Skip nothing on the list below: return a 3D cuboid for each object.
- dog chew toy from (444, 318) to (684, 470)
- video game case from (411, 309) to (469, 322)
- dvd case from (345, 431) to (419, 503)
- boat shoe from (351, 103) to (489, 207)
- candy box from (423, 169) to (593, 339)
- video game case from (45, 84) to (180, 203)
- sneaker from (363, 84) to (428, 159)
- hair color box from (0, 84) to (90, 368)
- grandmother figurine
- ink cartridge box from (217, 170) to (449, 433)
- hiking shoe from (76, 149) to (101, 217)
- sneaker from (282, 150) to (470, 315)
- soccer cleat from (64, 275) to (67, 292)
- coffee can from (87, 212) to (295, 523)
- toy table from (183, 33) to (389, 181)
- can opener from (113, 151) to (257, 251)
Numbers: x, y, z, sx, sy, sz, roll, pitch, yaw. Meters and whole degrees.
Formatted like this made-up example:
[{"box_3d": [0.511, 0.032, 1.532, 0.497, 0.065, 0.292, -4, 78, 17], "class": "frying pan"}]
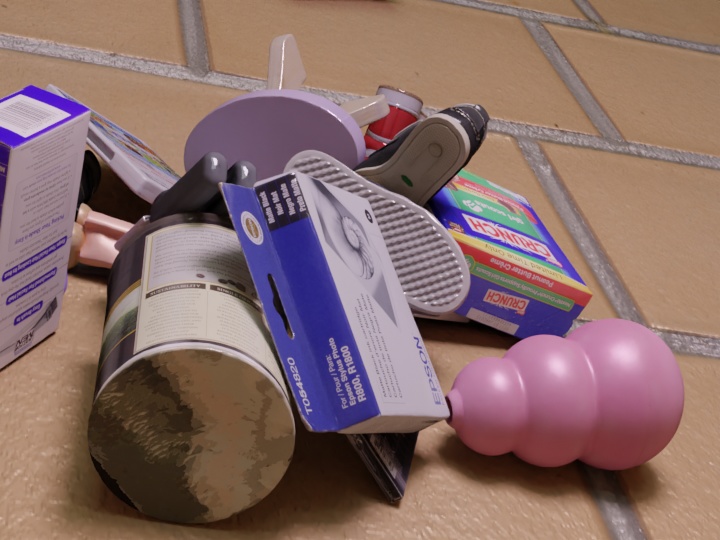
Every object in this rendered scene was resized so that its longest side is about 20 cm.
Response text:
[{"box_3d": [0.163, 0.106, 1.230, 0.197, 0.126, 0.125, -3, 31, -17], "class": "dog chew toy"}, {"box_3d": [0.000, 0.000, 1.387, 0.143, 0.018, 0.199, 36, 17, 35], "class": "video game case"}, {"box_3d": [0.006, 0.073, 1.207, 0.150, 0.016, 0.201, 57, 22, -17], "class": "dvd case"}, {"box_3d": [0.043, -0.089, 1.384, 0.072, 0.199, 0.068, 49, 43, -5], "class": "boat shoe"}, {"box_3d": [0.110, -0.026, 1.450, 0.167, 0.078, 0.201, 22, 24, -26], "class": "candy box"}, {"box_3d": [-0.211, -0.100, 1.435, 0.200, 0.018, 0.143, 42, 7, 41], "class": "video game case"}, {"box_3d": [0.034, -0.132, 1.679, 0.070, 0.114, 0.200, 17, -3, 10], "class": "sneaker"}, {"box_3d": [-0.274, -0.030, 1.155, 0.064, 0.202, 0.109, 21, 27, 15], "class": "hair color box"}, {"box_3d": [-0.162, -0.009, 1.337, 0.197, 0.061, 0.122, 11, 36, -3], "class": "grandmother figurine"}, {"box_3d": [-0.014, 0.026, 1.133, 0.199, 0.040, 0.202, 11, 56, -65], "class": "ink cartridge box"}, {"box_3d": [-0.343, -0.100, 1.391, 0.197, 0.077, 0.101, 13, 24, -8], "class": "hiking shoe"}, {"box_3d": [0.020, -0.032, 1.332, 0.199, 0.079, 0.079, 41, -3, 15], "class": "sneaker"}, {"box_3d": [-0.280, -0.065, 1.302, 0.076, 0.067, 0.202, -23, 58, -3], "class": "soccer cleat"}, {"box_3d": [-0.123, 0.067, 1.112, 0.144, 0.148, 0.201, 10, 27, -10], "class": "coffee can"}, {"box_3d": [-0.068, -0.132, 1.505, 0.197, 0.186, 0.117, 4, 28, 24], "class": "toy table"}, {"box_3d": [-0.146, -0.053, 1.219, 0.052, 0.199, 0.067, 12, 69, -27], "class": "can opener"}]
